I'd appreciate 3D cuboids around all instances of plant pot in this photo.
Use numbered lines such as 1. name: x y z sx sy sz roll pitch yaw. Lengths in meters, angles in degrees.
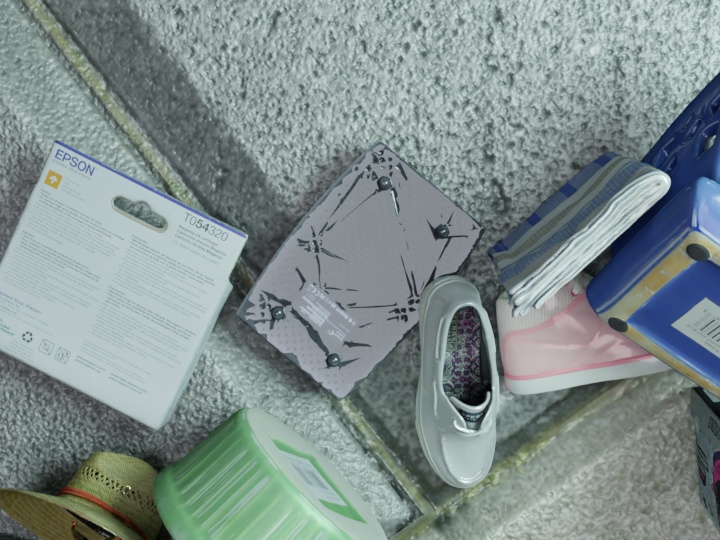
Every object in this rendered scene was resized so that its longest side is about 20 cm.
1. plant pot: 0.297 -0.015 0.789 0.200 0.200 0.180 34 58 2

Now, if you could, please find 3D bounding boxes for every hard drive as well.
1. hard drive: 0.000 0.000 0.932 0.135 0.042 0.200 39 99 0

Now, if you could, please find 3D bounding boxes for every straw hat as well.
1. straw hat: -0.221 0.212 0.956 0.201 0.201 0.085 26 61 2

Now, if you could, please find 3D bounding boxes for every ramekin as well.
1. ramekin: -0.068 0.209 0.893 0.200 0.200 0.098 44 92 -1

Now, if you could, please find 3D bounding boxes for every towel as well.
1. towel: 0.162 -0.037 0.831 0.147 0.200 0.024 -43 97 10

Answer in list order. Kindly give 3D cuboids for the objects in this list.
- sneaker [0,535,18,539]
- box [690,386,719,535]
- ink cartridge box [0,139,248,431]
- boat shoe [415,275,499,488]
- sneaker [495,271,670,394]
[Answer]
1. sneaker: -0.318 0.324 0.992 0.200 0.075 0.106 18 107 8
2. box: 0.346 0.164 0.838 0.132 0.200 0.115 -6 96 7
3. ink cartridge box: -0.223 0.013 0.958 0.196 0.043 0.200 27 97 3
4. boat shoe: 0.089 0.106 0.908 0.072 0.069 0.200 -2 109 -9
5. sneaker: 0.210 0.034 0.898 0.200 0.075 0.105 -13 101 12
